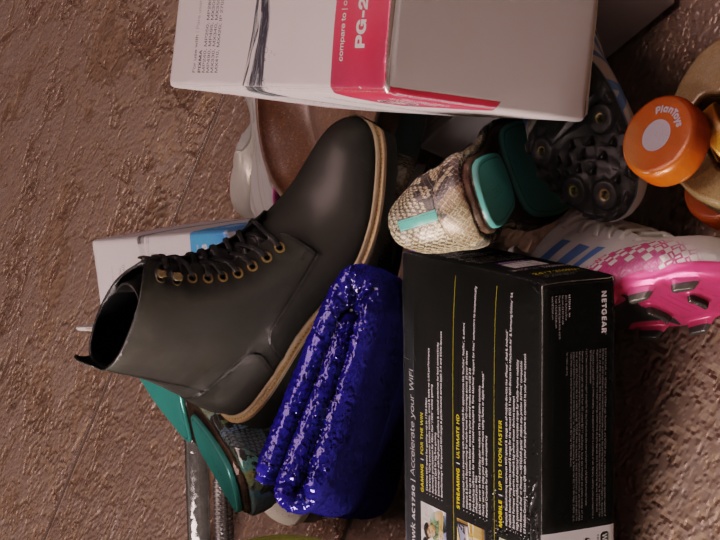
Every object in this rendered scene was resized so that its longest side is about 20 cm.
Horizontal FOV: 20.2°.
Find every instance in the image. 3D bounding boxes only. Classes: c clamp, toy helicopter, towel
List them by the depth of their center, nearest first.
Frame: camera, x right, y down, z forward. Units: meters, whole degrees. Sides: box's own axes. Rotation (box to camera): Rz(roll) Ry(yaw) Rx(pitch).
[{"bbox_3d":[0.236,-0.068,1.013,0.200,0.079,0.133,33,93,48],"label":"toy helicopter"},{"bbox_3d":[-0.004,0.074,1.204,0.200,0.049,0.149,30,-103,-76],"label":"towel"},{"bbox_3d":[-0.096,0.179,1.379,0.171,0.027,0.202,-152,58,-73],"label":"c clamp"}]

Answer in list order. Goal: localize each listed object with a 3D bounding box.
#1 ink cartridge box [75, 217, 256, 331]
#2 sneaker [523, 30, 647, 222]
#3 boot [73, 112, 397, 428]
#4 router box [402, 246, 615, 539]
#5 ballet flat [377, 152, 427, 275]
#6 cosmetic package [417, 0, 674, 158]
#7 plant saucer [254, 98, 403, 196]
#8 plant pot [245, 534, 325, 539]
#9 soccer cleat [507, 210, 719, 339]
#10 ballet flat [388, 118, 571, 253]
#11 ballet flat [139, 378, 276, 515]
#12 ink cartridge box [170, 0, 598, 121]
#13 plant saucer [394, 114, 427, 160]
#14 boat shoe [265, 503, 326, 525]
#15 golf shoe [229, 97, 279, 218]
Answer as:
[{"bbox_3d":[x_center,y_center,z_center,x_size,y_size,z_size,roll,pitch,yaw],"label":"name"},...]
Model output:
[{"bbox_3d":[-0.107,0.001,1.415,0.199,0.115,0.067,-3,96,49],"label":"ink cartridge box"},{"bbox_3d":[0.118,-0.108,1.143,0.072,0.072,0.201,-50,48,32],"label":"sneaker"},{"bbox_3d":[-0.069,-0.010,1.179,0.077,0.138,0.201,29,98,49],"label":"boot"},{"bbox_3d":[0.079,0.093,1.104,0.149,0.051,0.202,16,108,61],"label":"router box"},{"bbox_3d":[0.000,0.000,1.284,0.201,0.046,0.068,105,-174,-48],"label":"ballet flat"},{"bbox_3d":[0.109,-0.153,1.267,0.200,0.050,0.083,-40,40,43],"label":"cosmetic package"},{"bbox_3d":[-0.012,-0.138,1.312,0.200,0.036,0.202,-17,70,62],"label":"plant saucer"},{"bbox_3d":[-0.069,0.280,1.194,0.193,0.199,0.202,136,142,-56],"label":"plant pot"},{"bbox_3d":[0.138,-0.003,1.114,0.200,0.069,0.087,-23,54,52],"label":"soccer cleat"},{"bbox_3d":[0.065,-0.046,1.146,0.075,0.200,0.068,-17,93,25],"label":"ballet flat"},{"bbox_3d":[-0.088,0.088,1.311,0.075,0.074,0.200,-60,41,17],"label":"ballet flat"},{"bbox_3d":[0.009,-0.131,1.108,0.199,0.144,0.085,8,93,51],"label":"ink cartridge box"},{"bbox_3d":[0.013,-0.135,1.369,0.200,0.027,0.202,-174,90,-77],"label":"plant saucer"},{"bbox_3d":[-0.049,0.102,1.365,0.072,0.060,0.202,-64,30,22],"label":"boat shoe"},{"bbox_3d":[-0.045,-0.110,1.438,0.092,0.075,0.201,44,141,47],"label":"golf shoe"}]
